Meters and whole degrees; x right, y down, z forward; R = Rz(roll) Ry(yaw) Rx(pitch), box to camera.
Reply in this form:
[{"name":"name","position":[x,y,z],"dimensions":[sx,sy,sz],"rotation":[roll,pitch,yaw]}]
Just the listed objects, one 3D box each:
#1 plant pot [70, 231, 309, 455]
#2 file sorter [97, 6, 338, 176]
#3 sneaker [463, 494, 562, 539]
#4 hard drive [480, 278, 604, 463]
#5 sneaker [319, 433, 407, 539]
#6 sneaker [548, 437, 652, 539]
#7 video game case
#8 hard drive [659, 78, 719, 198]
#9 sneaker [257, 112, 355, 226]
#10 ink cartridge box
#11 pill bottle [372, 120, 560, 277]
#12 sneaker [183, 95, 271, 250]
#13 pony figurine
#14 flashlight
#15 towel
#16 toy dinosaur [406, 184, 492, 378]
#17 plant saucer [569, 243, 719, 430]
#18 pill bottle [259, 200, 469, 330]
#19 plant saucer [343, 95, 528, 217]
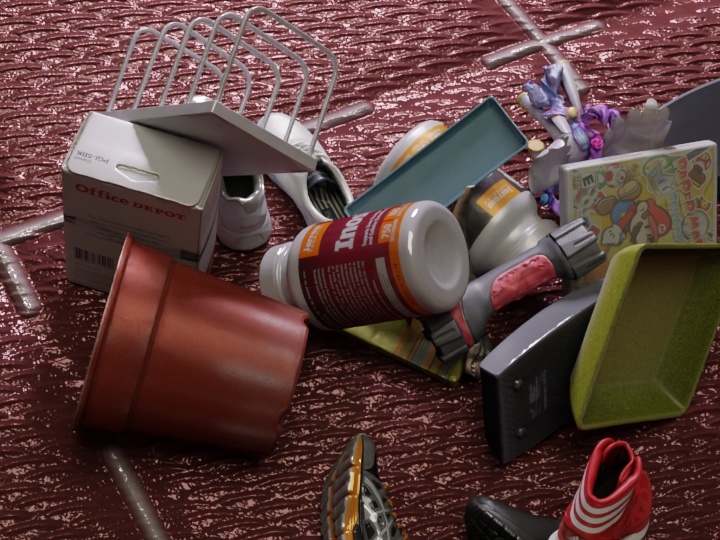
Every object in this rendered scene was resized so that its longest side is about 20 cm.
[{"name":"plant pot","position":[-0.162,0.085,1.557],"dimensions":[0.195,0.201,0.201],"rotation":[16,56,-8]},{"name":"file sorter","position":[-0.142,-0.179,1.602],"dimensions":[0.139,0.200,0.125],"rotation":[29,71,-39]},{"name":"sneaker","position":[0.192,0.279,1.554],"dimensions":[0.200,0.076,0.091],"rotation":[35,49,6]},{"name":"hard drive","position":[0.201,0.096,1.626],"dimensions":[0.200,0.135,0.042],"rotation":[-32,44,-28]},{"name":"sneaker","position":[0.008,0.254,1.538],"dimensions":[0.077,0.078,0.200],"rotation":[10,59,-18]},{"name":"sneaker","position":[0.255,0.207,1.528],"dimensions":[0.078,0.116,0.200],"rotation":[29,27,13]},{"name":"video game case","position":[0.300,-0.029,1.703],"dimensions":[0.182,0.200,0.023],"rotation":[-11,20,-18]},{"name":"hard drive","position":[0.410,-0.155,1.880],"dimensions":[0.200,0.042,0.135],"rotation":[-29,65,-24]},{"name":"sneaker","position":[-0.053,-0.109,1.761],"dimensions":[0.073,0.071,0.200],"rotation":[-23,63,-22]},{"name":"ink cartridge box","position":[-0.222,-0.055,1.622],"dimensions":[0.147,0.200,0.083],"rotation":[17,55,2]},{"name":"pill bottle","position":[0.120,-0.064,1.732],"dimensions":[0.200,0.116,0.116],"rotation":[39,60,17]},{"name":"sneaker","position":[-0.144,-0.126,1.741],"dimensions":[0.078,0.099,0.200],"rotation":[-18,61,-19]},{"name":"pony figurine","position":[0.243,-0.133,1.758],"dimensions":[0.166,0.193,0.200],"rotation":[-17,56,-8]},{"name":"flashlight","position":[0.155,0.021,1.620],"dimensions":[0.200,0.068,0.068],"rotation":[-28,92,-3]},{"name":"towel","position":[0.027,0.052,1.703],"dimensions":[0.200,0.018,0.086],"rotation":[25,53,8]},{"name":"toy dinosaur","position":[0.088,0.014,1.669],"dimensions":[0.088,0.047,0.200],"rotation":[-7,95,2]},{"name":"plant saucer","position":[0.292,0.056,1.611],"dimensions":[0.200,0.200,0.048],"rotation":[-1,24,-46]},{"name":"pill bottle","position":[0.000,0.000,1.604],"dimensions":[0.200,0.113,0.113],"rotation":[-11,48,34]},{"name":"plant saucer","position":[0.081,-0.098,1.678],"dimensions":[0.200,0.019,0.070],"rotation":[-38,74,5]}]
